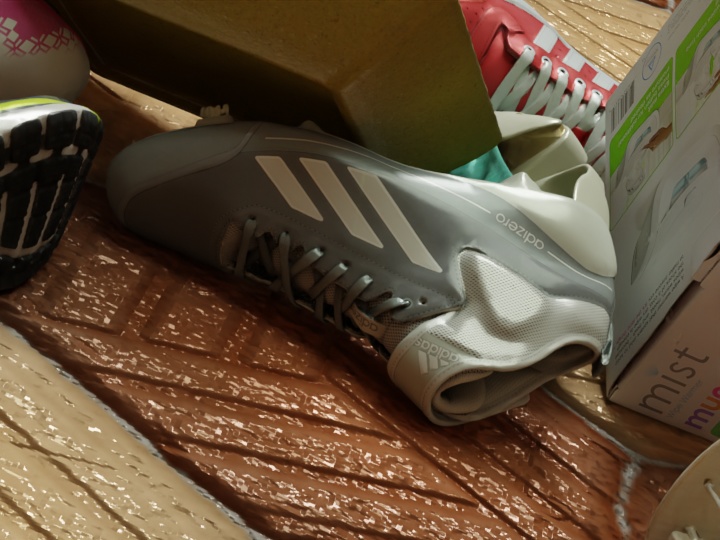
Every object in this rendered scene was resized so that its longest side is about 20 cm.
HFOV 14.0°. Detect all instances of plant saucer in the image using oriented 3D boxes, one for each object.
[{"bbox_3d":[-0.052,-0.095,1.155,0.199,0.049,0.200,23,-10,14],"label":"plant saucer"}]

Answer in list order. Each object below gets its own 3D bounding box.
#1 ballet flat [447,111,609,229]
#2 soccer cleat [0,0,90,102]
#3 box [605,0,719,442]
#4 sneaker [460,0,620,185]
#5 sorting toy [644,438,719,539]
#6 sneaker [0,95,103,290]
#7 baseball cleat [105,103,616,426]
[{"bbox_3d":[0.069,-0.027,1.245,0.067,0.070,0.200,62,6,-28],"label":"ballet flat"},{"bbox_3d":[-0.193,-0.082,1.090,0.200,0.070,0.087,20,45,-28],"label":"soccer cleat"},{"bbox_3d":[0.183,-0.055,1.200,0.096,0.200,0.177,19,45,-17],"label":"box"},{"bbox_3d":[0.095,-0.063,1.349,0.200,0.071,0.113,26,16,-35],"label":"sneaker"},{"bbox_3d":[0.203,0.090,0.974,0.107,0.180,0.200,18,22,-23],"label":"sorting toy"},{"bbox_3d":[-0.164,-0.040,0.996,0.081,0.074,0.200,34,19,27],"label":"sneaker"},{"bbox_3d":[0.000,0.000,1.104,0.199,0.070,0.107,7,53,-3],"label":"baseball cleat"}]
